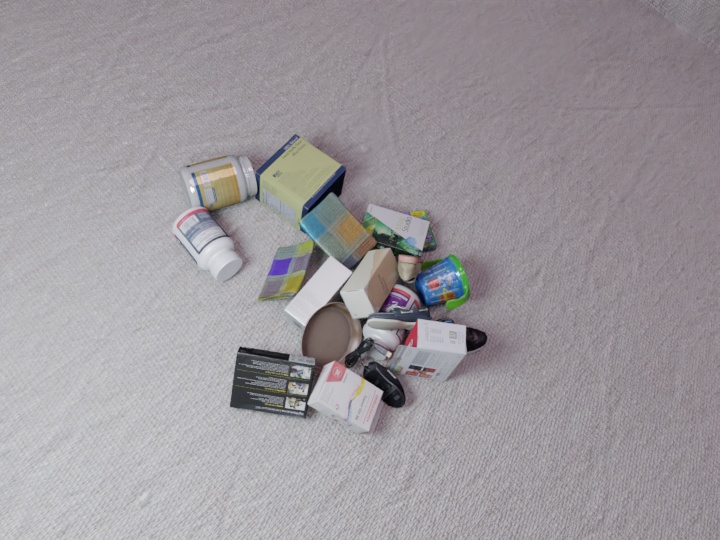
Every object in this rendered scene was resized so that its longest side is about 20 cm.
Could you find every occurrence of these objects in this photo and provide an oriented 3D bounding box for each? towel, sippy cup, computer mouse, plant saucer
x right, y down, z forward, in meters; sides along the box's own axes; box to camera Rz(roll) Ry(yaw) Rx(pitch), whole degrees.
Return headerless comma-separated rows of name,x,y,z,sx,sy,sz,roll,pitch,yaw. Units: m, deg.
towel,-0.064,-0.107,1.757,0.200,0.022,0.147,47,68,-1
sippy cup,0.230,0.039,1.778,0.129,0.178,0.141,-19,94,-7
computer mouse,0.062,0.260,1.614,0.200,0.141,0.046,42,39,8
towel,-0.207,0.000,1.726,0.143,0.023,0.201,-8,48,34
plant saucer,-0.082,0.182,1.630,0.199,0.032,0.202,-7,101,-39

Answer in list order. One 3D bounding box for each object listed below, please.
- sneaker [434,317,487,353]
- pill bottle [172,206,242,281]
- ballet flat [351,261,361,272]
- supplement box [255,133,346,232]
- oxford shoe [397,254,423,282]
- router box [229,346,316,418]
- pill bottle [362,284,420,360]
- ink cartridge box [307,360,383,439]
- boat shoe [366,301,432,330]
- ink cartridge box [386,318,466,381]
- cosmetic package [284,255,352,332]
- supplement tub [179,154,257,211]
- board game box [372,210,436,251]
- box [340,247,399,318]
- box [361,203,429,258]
sneaker,0.272,0.179,1.709,0.198,0.112,0.074,1,61,-10
pill bottle,-0.425,-0.071,1.722,0.119,0.120,0.200,-34,72,-25
ballet flat,0.000,0.000,1.791,0.198,0.074,0.075,-5,62,-9
supplement box,-0.184,-0.264,1.864,0.199,0.135,0.200,34,61,10
oxford shoe,0.134,-0.004,1.727,0.070,0.200,0.075,8,90,14
router box,-0.222,0.283,1.550,0.198,0.051,0.151,10,102,-4
pill bottle,0.079,0.143,1.695,0.112,0.113,0.201,29,60,7
ink cartridge box,-0.020,0.333,1.561,0.199,0.067,0.117,34,59,-16
boat shoe,0.103,0.119,1.606,0.198,0.075,0.062,3,71,-26
ink cartridge box,0.168,0.210,1.621,0.174,0.200,0.085,9,59,-6
cosmetic package,-0.112,0.072,1.685,0.085,0.108,0.200,35,71,12
supplement tub,-0.419,-0.257,1.812,0.198,0.145,0.146,-19,65,-19
board game box,0.123,-0.113,1.895,0.198,0.029,0.136,-9,63,-14
box,0.031,0.033,1.672,0.077,0.096,0.200,-8,32,32
box,0.099,-0.116,1.844,0.198,0.036,0.145,16,51,4
